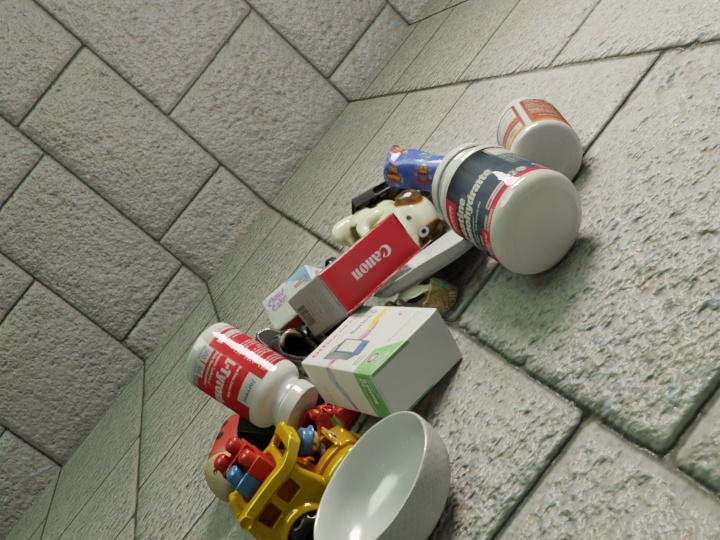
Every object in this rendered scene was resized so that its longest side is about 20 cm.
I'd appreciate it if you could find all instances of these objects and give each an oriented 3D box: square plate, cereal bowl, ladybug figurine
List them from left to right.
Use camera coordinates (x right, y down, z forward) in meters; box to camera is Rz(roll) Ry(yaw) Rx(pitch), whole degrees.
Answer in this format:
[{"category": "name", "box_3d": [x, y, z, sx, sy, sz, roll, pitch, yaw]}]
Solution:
[{"category": "ladybug figurine", "box_3d": [-0.236, 0.334, 1.490, 0.201, 0.071, 0.138, -73, 3, -63]}, {"category": "cereal bowl", "box_3d": [0.037, 0.272, 0.952, 0.200, 0.083, 0.201, -45, 18, 19]}, {"category": "square plate", "box_3d": [0.133, -0.030, 1.323, 0.197, 0.029, 0.200, -33, 4, 34]}]

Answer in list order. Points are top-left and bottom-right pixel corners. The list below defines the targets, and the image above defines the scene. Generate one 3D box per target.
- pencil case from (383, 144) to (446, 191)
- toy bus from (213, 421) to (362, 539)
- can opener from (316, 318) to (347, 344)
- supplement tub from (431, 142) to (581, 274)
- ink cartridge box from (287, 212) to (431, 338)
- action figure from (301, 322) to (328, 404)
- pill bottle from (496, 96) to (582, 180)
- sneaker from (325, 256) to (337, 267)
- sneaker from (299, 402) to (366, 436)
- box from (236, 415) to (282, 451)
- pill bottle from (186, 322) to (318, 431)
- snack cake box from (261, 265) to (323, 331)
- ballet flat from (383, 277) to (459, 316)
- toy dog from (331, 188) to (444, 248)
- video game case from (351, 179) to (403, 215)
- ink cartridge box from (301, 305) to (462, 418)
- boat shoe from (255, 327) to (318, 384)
[{"category": "pencil case", "box_3d": [0.138, -0.183, 1.492, 0.197, 0.080, 0.086, 13, 24, 34]}, {"category": "toy bus", "box_3d": [-0.095, 0.277, 1.101, 0.201, 0.191, 0.135, -51, 15, -8]}, {"category": "can opener", "box_3d": [-0.093, 0.160, 1.587, 0.200, 0.079, 0.063, -44, -21, 13]}, {"category": "supplement tub", "box_3d": [0.197, -0.092, 1.120, 0.141, 0.140, 0.200, -50, 33, 1]}, {"category": "ink cartridge box", "box_3d": [0.000, 0.000, 1.345, 0.200, 0.084, 0.175, -41, 2, -35]}, {"category": "action figure", "box_3d": [-0.067, 0.192, 1.433, 0.193, 0.102, 0.205, -173, 92, -77]}, {"category": "pill bottle", "box_3d": [0.275, -0.207, 1.274, 0.112, 0.112, 0.201, -44, 18, 19]}, {"category": "sneaker", "box_3d": [-0.090, 0.059, 1.715, 0.201, 0.084, 0.074, -53, 16, -8]}, {"category": "sneaker", "box_3d": [-0.050, 0.231, 1.247, 0.076, 0.085, 0.202, -16, 39, 46]}, {"category": "box", "box_3d": [-0.163, 0.248, 1.388, 0.202, 0.077, 0.143, -86, 0, -51]}, {"category": "pill bottle", "box_3d": [-0.169, 0.174, 1.273, 0.112, 0.197, 0.114, -47, -27, -34]}, {"category": "snack cake box", "box_3d": [-0.088, 0.061, 1.538, 0.114, 0.068, 0.199, -37, -18, 15]}, {"category": "ballet flat", "box_3d": [0.075, 0.065, 1.307, 0.199, 0.065, 0.071, -39, 24, 38]}, {"category": "toy dog", "box_3d": [0.073, -0.076, 1.536, 0.193, 0.141, 0.199, -37, 11, -28]}, {"category": "video game case", "box_3d": [0.063, -0.165, 1.666, 0.178, 0.026, 0.200, -29, -5, -3]}, {"category": "ink cartridge box", "box_3d": [0.026, 0.129, 1.171, 0.145, 0.088, 0.199, -41, 18, -25]}, {"category": "boat shoe", "box_3d": [-0.114, 0.129, 1.345, 0.071, 0.066, 0.199, -23, 29, -28]}]
